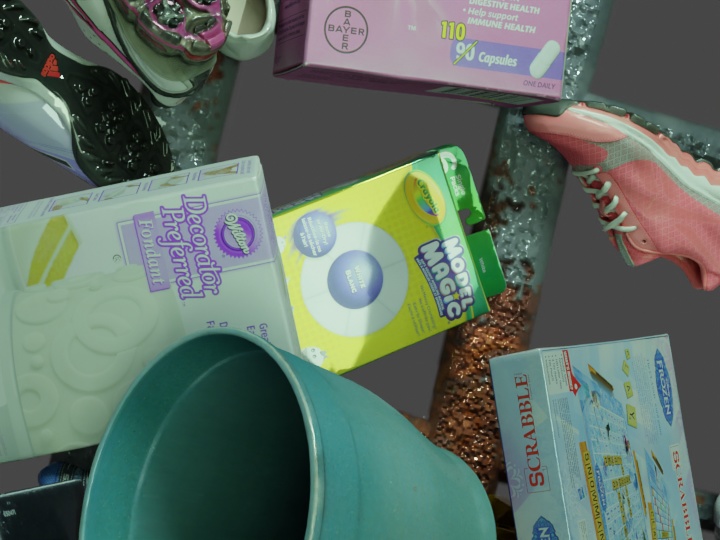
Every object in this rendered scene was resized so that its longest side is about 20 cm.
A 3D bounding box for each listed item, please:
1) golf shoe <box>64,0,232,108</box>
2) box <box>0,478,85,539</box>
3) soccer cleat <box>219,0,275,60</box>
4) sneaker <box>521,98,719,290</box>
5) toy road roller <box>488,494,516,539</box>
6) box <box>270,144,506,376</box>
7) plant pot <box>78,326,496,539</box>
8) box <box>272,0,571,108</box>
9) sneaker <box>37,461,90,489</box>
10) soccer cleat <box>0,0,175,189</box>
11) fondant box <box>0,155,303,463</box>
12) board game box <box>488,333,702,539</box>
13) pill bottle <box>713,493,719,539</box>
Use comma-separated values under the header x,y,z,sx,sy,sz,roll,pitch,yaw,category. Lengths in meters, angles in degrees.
x,y,z,sx,sy,sz,roll,pitch,yaw,category
-0.167,-0.185,0.933,0.072,0.092,0.201,-33,79,-38,golf shoe
-0.244,0.245,0.856,0.196,0.123,0.203,-18,83,14,box
-0.101,-0.230,0.949,0.069,0.077,0.202,-26,99,-13,soccer cleat
0.191,-0.051,1.044,0.198,0.074,0.088,27,87,-16,sneaker
0.091,0.220,0.993,0.197,0.146,0.125,17,89,-16,toy road roller
0.000,0.000,1.007,0.198,0.048,0.119,-23,100,-15,box
-0.028,0.153,0.864,0.187,0.199,0.203,21,87,-42,plant pot
0.045,-0.217,0.981,0.173,0.097,0.203,6,91,-16,box
-0.215,0.209,0.952,0.085,0.077,0.201,32,86,2,sneaker
-0.199,-0.106,0.943,0.200,0.073,0.069,41,56,-31,soccer cleat
-0.143,0.024,0.927,0.197,0.058,0.146,-12,106,0,fondant box
0.162,0.147,0.987,0.198,0.041,0.203,0,80,-56,board game box
0.307,0.209,1.072,0.109,0.111,0.203,-6,95,-15,pill bottle
